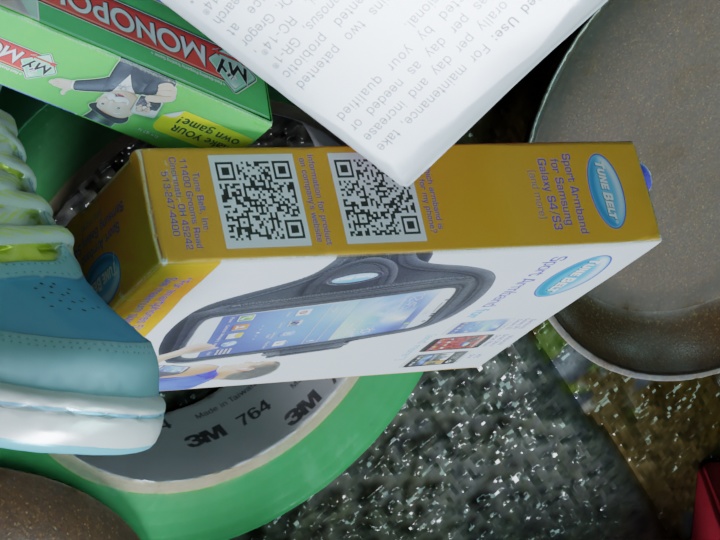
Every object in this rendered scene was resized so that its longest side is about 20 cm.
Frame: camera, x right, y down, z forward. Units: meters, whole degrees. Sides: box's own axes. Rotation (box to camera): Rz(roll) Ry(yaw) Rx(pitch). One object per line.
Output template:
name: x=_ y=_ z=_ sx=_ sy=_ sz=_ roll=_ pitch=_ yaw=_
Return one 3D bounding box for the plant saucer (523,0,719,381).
plant saucer: x=0.141 y=-0.052 z=0.873 sx=0.200 sy=0.032 sz=0.201 roll=-15 pitch=121 yaw=-25

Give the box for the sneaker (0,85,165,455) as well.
sneaker: x=-0.117 y=-0.033 z=0.630 sx=0.079 sy=0.200 sz=0.131 roll=5 pitch=105 yaw=-49

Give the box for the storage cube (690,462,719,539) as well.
storage cube: x=0.235 y=0.196 z=0.937 sx=0.170 sy=0.180 sz=0.201 roll=-1 pitch=117 yaw=-4

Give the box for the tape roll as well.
tape roll: x=-0.062 y=0.001 z=0.770 sx=0.200 sy=0.048 sz=0.201 roll=-14 pitch=121 yaw=-24

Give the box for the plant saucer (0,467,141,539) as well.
plant saucer: x=-0.160 y=0.149 z=0.764 sx=0.200 sy=0.037 sz=0.201 roll=-13 pitch=134 yaw=-14

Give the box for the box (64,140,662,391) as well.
box: x=0.000 y=0.000 z=0.709 sx=0.199 sy=0.042 sz=0.119 roll=-1 pitch=159 yaw=-29

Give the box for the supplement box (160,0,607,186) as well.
supplement box: x=-0.025 y=-0.135 z=0.617 sx=0.200 sy=0.101 sz=0.103 roll=36 pitch=123 yaw=-16

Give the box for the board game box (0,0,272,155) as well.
board game box: x=-0.116 y=-0.118 z=0.623 sx=0.200 sy=0.135 sz=0.029 roll=22 pitch=136 yaw=-37
